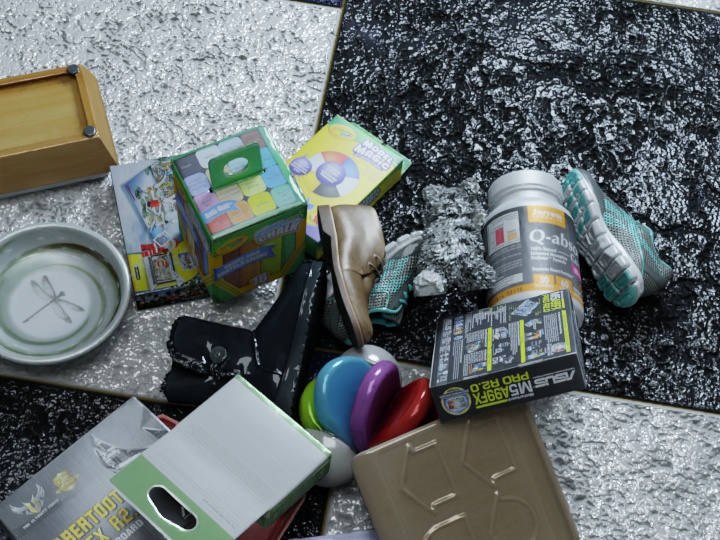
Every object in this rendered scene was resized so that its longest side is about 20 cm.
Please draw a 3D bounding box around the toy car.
[{"bbox_3d":[0.025,0.165,1.559,0.200,0.150,0.175,25,60,12],"label":"toy car"}]

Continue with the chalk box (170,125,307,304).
[{"bbox_3d":[-0.141,-0.075,1.623,0.124,0.200,0.124,-22,65,-14],"label":"chalk box"}]

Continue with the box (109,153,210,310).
[{"bbox_3d":[-0.231,-0.054,1.747,0.136,0.038,0.200,-10,59,-10],"label":"box"}]

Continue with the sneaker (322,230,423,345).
[{"bbox_3d":[0.034,0.025,1.702,0.200,0.078,0.091,-29,71,-11],"label":"sneaker"}]

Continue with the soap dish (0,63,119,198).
[{"bbox_3d":[-0.425,-0.182,1.791,0.200,0.081,0.157,-13,59,-10],"label":"soap dish"}]

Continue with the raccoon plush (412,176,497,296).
[{"bbox_3d":[0.106,-0.042,1.611,0.097,0.200,0.134,-5,90,5],"label":"raccoon plush"}]

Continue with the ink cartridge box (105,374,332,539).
[{"bbox_3d":[-0.148,0.218,1.476,0.145,0.048,0.200,38,56,19],"label":"ink cartridge box"}]

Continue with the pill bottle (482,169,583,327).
[{"bbox_3d":[0.209,-0.017,1.707,0.116,0.116,0.200,1,58,-3],"label":"pill bottle"}]

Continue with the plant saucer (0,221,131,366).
[{"bbox_3d":[-0.375,0.036,1.674,0.200,0.050,0.200,2,57,-3],"label":"plant saucer"}]

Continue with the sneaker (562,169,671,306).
[{"bbox_3d":[0.322,-0.044,1.760,0.091,0.078,0.200,-9,61,-28],"label":"sneaker"}]

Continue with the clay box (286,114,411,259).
[{"bbox_3d":[-0.034,-0.118,1.795,0.115,0.048,0.200,35,63,17],"label":"clay box"}]

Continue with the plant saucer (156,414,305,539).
[{"bbox_3d":[-0.193,0.286,1.536,0.199,0.037,0.200,26,59,13],"label":"plant saucer"}]

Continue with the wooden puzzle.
[{"bbox_3d":[0.110,0.246,1.482,0.200,0.046,0.185,-22,90,-9],"label":"wooden puzzle"}]

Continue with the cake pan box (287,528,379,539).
[{"bbox_3d":[0.020,0.370,1.488,0.200,0.052,0.184,-6,56,-8],"label":"cake pan box"}]

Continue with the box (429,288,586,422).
[{"bbox_3d":[0.161,0.090,1.527,0.160,0.044,0.200,-14,17,10],"label":"box"}]

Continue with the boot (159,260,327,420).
[{"bbox_3d":[-0.137,0.071,1.625,0.168,0.076,0.200,11,77,10],"label":"boot"}]

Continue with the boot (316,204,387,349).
[{"bbox_3d":[0.000,0.000,1.631,0.075,0.074,0.200,-7,55,-7],"label":"boot"}]

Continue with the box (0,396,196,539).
[{"bbox_3d":[-0.267,0.255,1.501,0.200,0.048,0.158,-39,68,-24],"label":"box"}]
